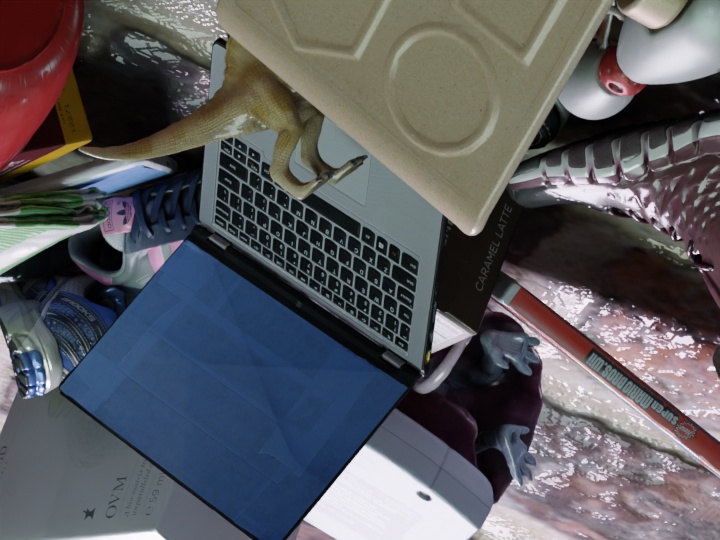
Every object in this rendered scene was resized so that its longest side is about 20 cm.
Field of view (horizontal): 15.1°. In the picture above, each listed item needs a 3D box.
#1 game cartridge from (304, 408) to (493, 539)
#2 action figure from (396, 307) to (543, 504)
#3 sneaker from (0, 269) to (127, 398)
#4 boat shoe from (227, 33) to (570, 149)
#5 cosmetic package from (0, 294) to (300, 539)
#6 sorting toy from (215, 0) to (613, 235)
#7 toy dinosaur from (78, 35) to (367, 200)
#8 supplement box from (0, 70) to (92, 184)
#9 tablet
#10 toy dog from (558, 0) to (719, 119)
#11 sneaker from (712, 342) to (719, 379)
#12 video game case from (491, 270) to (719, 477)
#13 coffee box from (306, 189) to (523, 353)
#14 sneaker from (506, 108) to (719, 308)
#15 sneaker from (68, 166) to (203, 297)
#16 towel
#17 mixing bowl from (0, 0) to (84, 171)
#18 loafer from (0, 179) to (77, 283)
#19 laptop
[{"bbox_3d":[-0.021,0.111,1.652,0.199,0.041,0.133,31,153,-6],"label":"game cartridge"},{"bbox_3d":[0.018,0.077,1.704,0.199,0.135,0.149,12,163,40],"label":"action figure"},{"bbox_3d":[-0.193,0.035,1.787,0.085,0.200,0.077,-16,106,-7],"label":"sneaker"},{"bbox_3d":[0.019,-0.107,1.488,0.199,0.061,0.076,24,151,-6],"label":"boat shoe"},{"bbox_3d":[-0.139,0.123,1.824,0.199,0.200,0.123,-11,139,41],"label":"cosmetic package"},{"bbox_3d":[0.032,-0.144,1.327,0.185,0.036,0.201,41,128,17],"label":"sorting toy"},{"bbox_3d":[-0.042,-0.090,1.435,0.101,0.200,0.058,54,-173,5],"label":"toy dinosaur"},{"bbox_3d":[-0.299,-0.096,1.525,0.199,0.134,0.197,-14,176,-42],"label":"supplement box"},{"bbox_3d":[-0.214,-0.039,1.646,0.199,0.014,0.130,-16,177,5],"label":"tablet"},{"bbox_3d":[0.158,-0.138,1.353,0.132,0.097,0.200,37,161,-33],"label":"toy dog"},{"bbox_3d":[0.256,0.055,1.547,0.076,0.112,0.200,-19,155,-12],"label":"sneaker"},{"bbox_3d":[0.150,0.062,1.629,0.200,0.017,0.143,38,-179,-11],"label":"video game case"},{"bbox_3d":[0.000,0.000,1.626,0.080,0.115,0.200,34,147,-21],"label":"coffee box"},{"bbox_3d":[0.169,-0.023,1.472,0.199,0.075,0.116,-10,96,42],"label":"sneaker"},{"bbox_3d":[-0.115,-0.028,1.677,0.082,0.071,0.200,14,153,-25],"label":"sneaker"},{"bbox_3d":[-0.263,-0.011,1.574,0.199,0.024,0.152,-7,168,-46],"label":"towel"},{"bbox_3d":[-0.217,-0.138,1.390,0.200,0.201,0.108,36,155,-27],"label":"mixing bowl"},{"bbox_3d":[-0.269,-0.033,1.798,0.199,0.073,0.072,6,-173,11],"label":"loafer"},{"bbox_3d":[-0.063,0.011,1.502,0.187,0.116,0.201,33,132,33],"label":"laptop"}]
